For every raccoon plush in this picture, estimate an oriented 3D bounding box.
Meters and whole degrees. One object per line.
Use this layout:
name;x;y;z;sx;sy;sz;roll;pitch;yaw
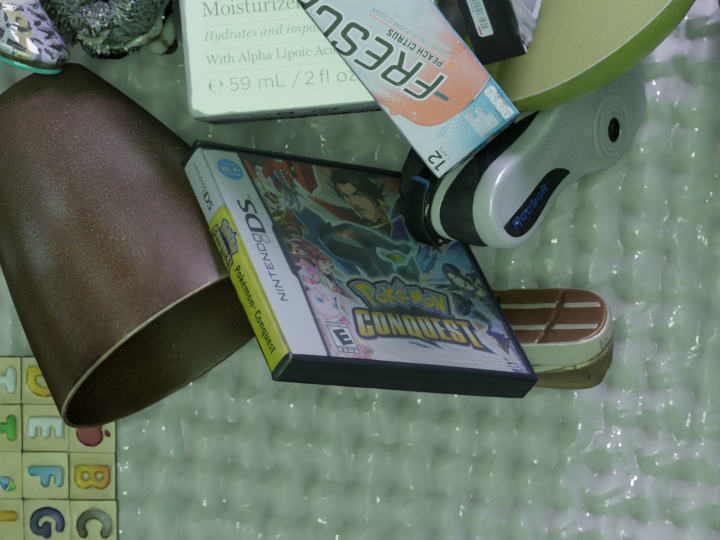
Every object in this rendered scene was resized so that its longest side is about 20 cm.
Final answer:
raccoon plush;-0.202;-0.203;1.383;0.199;0.134;0.097;25;94;1

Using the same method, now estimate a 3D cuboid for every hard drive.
hard drive;0.082;-0.233;1.317;0.038;0.200;0.140;-13;116;18

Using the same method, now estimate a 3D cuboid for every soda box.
soda box;0.009;-0.150;1.241;0.064;0.068;0.200;-39;92;4

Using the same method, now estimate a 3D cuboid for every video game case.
video game case;0.000;0.000;1.329;0.026;0.199;0.181;-53;47;33

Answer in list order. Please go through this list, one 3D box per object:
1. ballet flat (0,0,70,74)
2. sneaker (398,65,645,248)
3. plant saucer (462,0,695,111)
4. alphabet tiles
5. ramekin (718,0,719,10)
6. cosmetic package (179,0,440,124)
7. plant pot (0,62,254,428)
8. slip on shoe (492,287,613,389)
ballet flat;-0.268;-0.190;1.386;0.200;0.072;0.072;25;95;30
sneaker;0.097;-0.086;1.385;0.111;0.200;0.073;5;123;40
plant saucer;0.149;-0.168;1.348;0.200;0.200;0.031;-39;116;5
alphabet tiles;-0.269;0.143;1.470;0.199;0.006;0.167;0;93;3
ramekin;0.316;-0.199;1.328;0.199;0.200;0.106;-17;82;4
cosmetic package;-0.032;-0.202;1.359;0.164;0.165;0.201;-5;93;2
plant pot;-0.167;-0.031;1.384;0.187;0.187;0.200;-36;75;4
slip on shoe;0.073;0.044;1.419;0.199;0.076;0.061;1;138;12
